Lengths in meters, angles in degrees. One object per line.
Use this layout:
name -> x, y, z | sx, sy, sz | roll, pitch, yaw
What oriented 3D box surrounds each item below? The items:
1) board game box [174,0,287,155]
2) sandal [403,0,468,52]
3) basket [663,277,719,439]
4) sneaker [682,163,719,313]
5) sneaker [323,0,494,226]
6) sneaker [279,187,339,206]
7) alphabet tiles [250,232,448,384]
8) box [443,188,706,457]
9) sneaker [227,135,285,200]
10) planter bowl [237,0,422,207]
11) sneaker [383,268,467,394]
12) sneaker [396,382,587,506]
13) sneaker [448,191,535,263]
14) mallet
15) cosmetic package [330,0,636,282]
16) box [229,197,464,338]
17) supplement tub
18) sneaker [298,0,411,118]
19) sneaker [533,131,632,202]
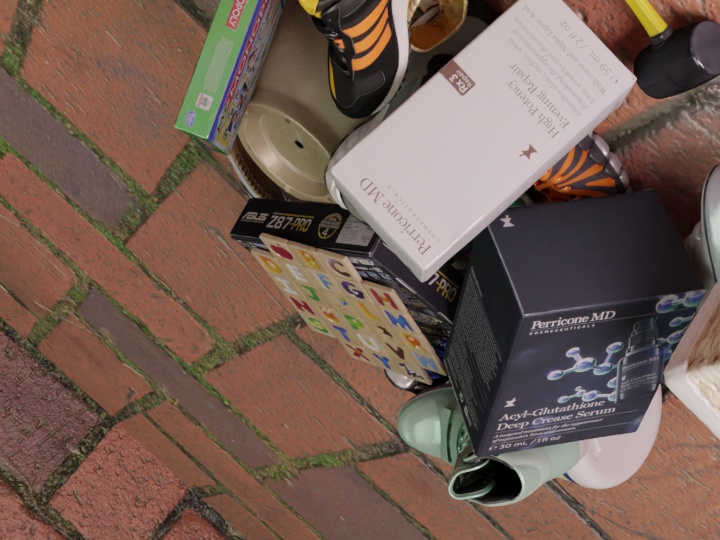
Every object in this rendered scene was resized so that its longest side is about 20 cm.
board game box -> -0.087, -0.192, 0.964 | 0.029, 0.201, 0.135 | 21, -179, 0
sandal -> 0.049, -0.193, 0.898 | 0.211, 0.070, 0.078 | -6, 157, 40
basket -> 0.345, 0.050, 0.811 | 0.200, 0.198, 0.161 | 42, 152, -5
sneaker -> 0.274, -0.007, 0.959 | 0.071, 0.073, 0.200 | 16, 147, 35
sneaker -> 0.050, -0.119, 0.978 | 0.074, 0.200, 0.079 | 18, -158, -34
sneaker -> -0.026, -0.069, 1.260 | 0.201, 0.071, 0.098 | 50, 170, 23
alphabet tiles -> -0.010, 0.037, 1.124 | 0.166, 0.006, 0.200 | 17, 154, 38
box -> 0.163, 0.045, 1.002 | 0.200, 0.148, 0.107 | 98, 160, -50
sneaker -> -0.098, -0.083, 1.369 | 0.200, 0.070, 0.108 | 47, 154, -25
planter bowl -> -0.025, -0.142, 1.085 | 0.200, 0.135, 0.200 | 33, 155, 17
sneaker -> 0.081, 0.062, 1.209 | 0.080, 0.116, 0.199 | 6, 169, -45
sneaker -> 0.090, 0.157, 1.128 | 0.200, 0.118, 0.074 | 2, 107, 40
sneaker -> 0.096, -0.039, 1.154 | 0.077, 0.080, 0.200 | 42, 155, -6
mallet -> 0.173, -0.201, 0.822 | 0.200, 0.041, 0.066 | 53, 153, -18
cosmetic package -> 0.085, -0.096, 0.884 | 0.102, 0.200, 0.074 | 47, 177, 7
box -> 0.000, 0.000, 1.125 | 0.200, 0.049, 0.161 | 8, 154, 49
supplement tub -> 0.178, 0.124, 1.236 | 0.200, 0.145, 0.145 | 11, 143, 48
sneaker -> -0.011, -0.181, 0.856 | 0.070, 0.090, 0.200 | 50, 145, 26
sneaker -> 0.136, -0.077, 0.989 | 0.077, 0.112, 0.200 | 1, 136, 55
